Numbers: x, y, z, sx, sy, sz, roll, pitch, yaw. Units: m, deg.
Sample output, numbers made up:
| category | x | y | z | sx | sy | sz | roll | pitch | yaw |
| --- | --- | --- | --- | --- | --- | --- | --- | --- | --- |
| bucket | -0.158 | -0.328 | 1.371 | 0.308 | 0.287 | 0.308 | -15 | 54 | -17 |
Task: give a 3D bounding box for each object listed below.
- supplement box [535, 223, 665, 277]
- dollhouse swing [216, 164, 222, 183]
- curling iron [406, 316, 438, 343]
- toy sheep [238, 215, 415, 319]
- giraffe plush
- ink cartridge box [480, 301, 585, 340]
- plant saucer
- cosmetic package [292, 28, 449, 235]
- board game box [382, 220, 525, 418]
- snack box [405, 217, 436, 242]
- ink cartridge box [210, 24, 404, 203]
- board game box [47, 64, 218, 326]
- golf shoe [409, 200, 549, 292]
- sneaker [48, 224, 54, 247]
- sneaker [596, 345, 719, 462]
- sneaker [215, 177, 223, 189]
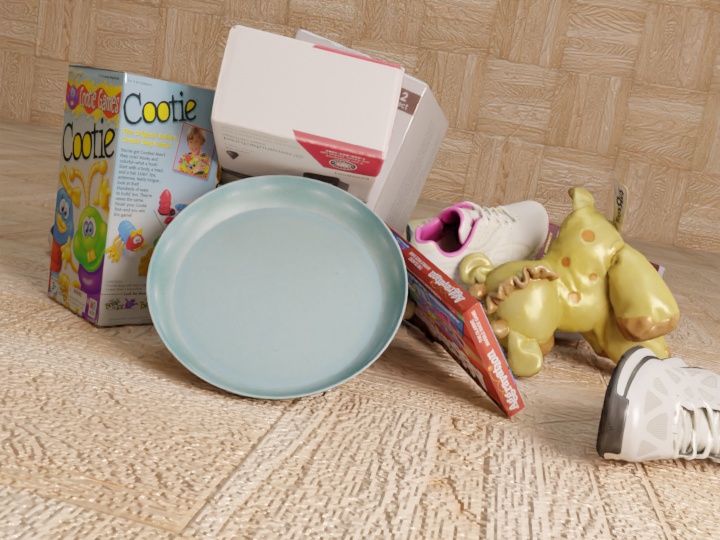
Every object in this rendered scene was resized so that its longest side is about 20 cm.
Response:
| category | x | y | z | sx | sy | sz | roll | pitch | yaw |
| --- | --- | --- | --- | --- | --- | --- | --- | --- | --- |
| supplement box | 0.276 | -0.013 | 1.018 | 0.196 | 0.062 | 0.109 | 18 | 3 | -16 |
| dollhouse swing | -0.145 | -0.086 | 1.102 | 0.199 | 0.175 | 0.183 | 42 | 40 | -8 |
| curling iron | 0.063 | 0.057 | 0.783 | 0.048 | 0.026 | 0.199 | 2 | 12 | -26 |
| toy sheep | -0.042 | -0.002 | 0.712 | 0.197 | 0.141 | 0.138 | 27 | 14 | 13 |
| giraffe plush | 0.189 | 0.031 | 0.757 | 0.159 | 0.203 | 0.173 | -25 | 31 | -7 |
| ink cartridge box | 0.207 | 0.042 | 0.963 | 0.195 | 0.045 | 0.196 | 9 | 8 | -13 |
| plant saucer | -0.062 | 0.011 | 0.601 | 0.194 | 0.028 | 0.204 | 3 | 54 | -4 |
| cosmetic package | -0.008 | -0.147 | 0.918 | 0.162 | 0.168 | 0.200 | 25 | 4 | 14 |
| board game box | 0.067 | 0.033 | 0.664 | 0.019 | 0.104 | 0.200 | -32 | 27 | -6 |
| snack box | 0.125 | -0.027 | 0.952 | 0.113 | 0.038 | 0.200 | -7 | 18 | -3 |
| ink cartridge box | -0.050 | -0.117 | 0.702 | 0.141 | 0.086 | 0.200 | 12 | -13 | -3 |
| board game box | -0.199 | -0.066 | 0.696 | 0.102 | 0.206 | 0.103 | 18 | 12 | 42 |
| golf shoe | 0.124 | -0.034 | 0.810 | 0.197 | 0.093 | 0.075 | -29 | 49 | -26 |
| sneaker | -0.261 | -0.044 | 0.854 | 0.196 | 0.087 | 0.074 | 15 | 11 | 29 |
| sneaker | 0.248 | 0.104 | 0.555 | 0.114 | 0.078 | 0.198 | 15 | 8 | 38 |
| sneaker | -0.116 | -0.041 | 0.909 | 0.194 | 0.117 | 0.076 | 9 | 11 | -18 |
